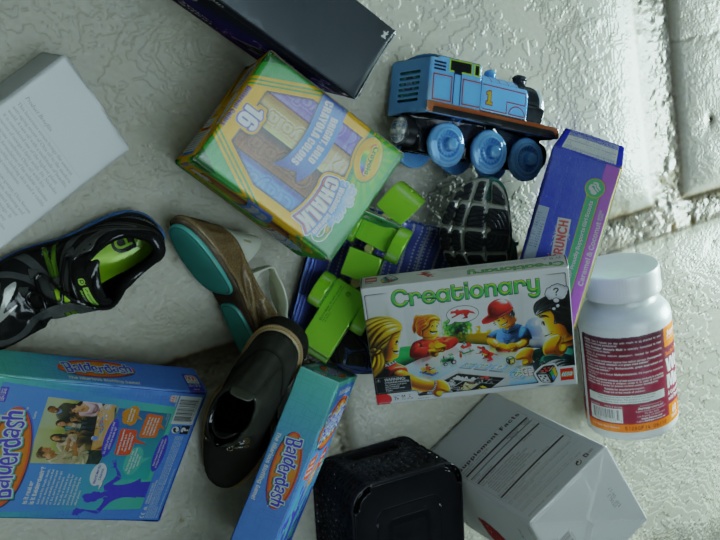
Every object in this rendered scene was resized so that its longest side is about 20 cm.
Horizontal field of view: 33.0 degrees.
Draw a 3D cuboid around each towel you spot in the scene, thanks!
[{"bbox_3d":[0.024,0.011,1.290,0.200,0.024,0.145,13,96,-32],"label":"towel"}]

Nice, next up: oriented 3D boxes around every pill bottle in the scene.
[{"bbox_3d":[0.311,0.088,1.423,0.109,0.110,0.200,-17,110,-26],"label":"pill bottle"}]

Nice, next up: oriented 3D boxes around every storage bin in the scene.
[{"bbox_3d":[0.033,0.298,1.322,0.135,0.094,0.200,-11,106,-28],"label":"storage bin"}]

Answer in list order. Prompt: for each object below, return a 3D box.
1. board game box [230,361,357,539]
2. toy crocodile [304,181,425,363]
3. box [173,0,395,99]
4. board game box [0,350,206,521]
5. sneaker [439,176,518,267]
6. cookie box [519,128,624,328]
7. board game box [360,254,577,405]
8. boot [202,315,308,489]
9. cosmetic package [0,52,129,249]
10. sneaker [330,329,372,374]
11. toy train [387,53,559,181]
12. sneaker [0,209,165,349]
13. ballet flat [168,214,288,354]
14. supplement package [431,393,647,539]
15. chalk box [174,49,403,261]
[{"bbox_3d":[-0.066,0.191,1.209,0.045,0.152,0.200,21,91,7],"label":"board game box"},{"bbox_3d":[0.000,0.000,1.230,0.067,0.062,0.200,27,93,5],"label":"toy crocodile"},{"bbox_3d":[-0.089,-0.243,1.094,0.200,0.141,0.079,32,85,-31],"label":"box"},{"bbox_3d":[-0.259,0.155,1.114,0.200,0.045,0.152,9,114,-33],"label":"board game box"},{"bbox_3d":[0.133,-0.022,1.303,0.080,0.077,0.200,-55,150,-42],"label":"sneaker"},{"bbox_3d":[0.218,-0.050,1.273,0.075,0.200,0.171,17,105,9],"label":"cookie box"},{"bbox_3d":[0.106,0.058,1.182,0.200,0.035,0.126,-7,111,4],"label":"board game box"},{"bbox_3d":[-0.125,0.151,1.143,0.077,0.138,0.200,23,118,6],"label":"boot"},{"bbox_3d":[-0.312,-0.088,1.041,0.200,0.071,0.102,-40,118,-16],"label":"cosmetic package"},{"bbox_3d":[0.065,0.081,1.273,0.200,0.075,0.078,-6,146,-8],"label":"sneaker"},{"bbox_3d":[0.118,-0.157,1.269,0.200,0.087,0.115,6,90,-33],"label":"toy train"},{"bbox_3d":[-0.263,0.008,1.085,0.199,0.083,0.071,-30,116,-17],"label":"sneaker"},{"bbox_3d":[-0.115,0.010,1.188,0.072,0.068,0.200,-46,122,-28],"label":"ballet flat"},{"bbox_3d":[0.187,0.239,1.333,0.120,0.200,0.121,-42,118,-16],"label":"supplement package"},{"bbox_3d":[-0.052,-0.089,1.134,0.200,0.124,0.124,38,81,-14],"label":"chalk box"}]
